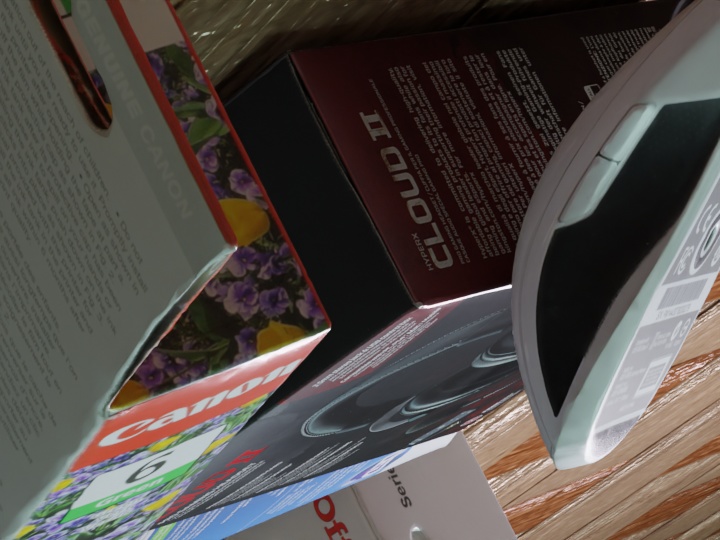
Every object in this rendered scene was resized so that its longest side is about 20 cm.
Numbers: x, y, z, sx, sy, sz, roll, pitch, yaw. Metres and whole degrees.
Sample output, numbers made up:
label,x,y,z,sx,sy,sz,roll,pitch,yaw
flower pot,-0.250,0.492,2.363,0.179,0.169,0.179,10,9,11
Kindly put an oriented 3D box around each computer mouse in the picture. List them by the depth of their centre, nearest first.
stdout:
label,x,y,z,sx,sy,sz,roll,pitch,yaw
computer mouse,0.079,-0.047,0.702,0.201,0.044,0.110,-64,165,10

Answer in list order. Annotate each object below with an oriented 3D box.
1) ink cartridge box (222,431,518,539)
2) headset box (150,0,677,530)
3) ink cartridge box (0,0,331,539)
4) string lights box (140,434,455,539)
label,x,y,z,sx,sy,sz,roll,pitch,yaw
ink cartridge box,-0.010,0.172,1.337,0.084,0.145,0.200,-16,163,-45
headset box,0.000,0.000,0.808,0.149,0.078,0.200,-36,167,37
ink cartridge box,-0.057,-0.017,0.530,0.050,0.109,0.200,-20,166,-28
string lights box,-0.045,0.050,0.963,0.199,0.059,0.103,-21,167,-30
